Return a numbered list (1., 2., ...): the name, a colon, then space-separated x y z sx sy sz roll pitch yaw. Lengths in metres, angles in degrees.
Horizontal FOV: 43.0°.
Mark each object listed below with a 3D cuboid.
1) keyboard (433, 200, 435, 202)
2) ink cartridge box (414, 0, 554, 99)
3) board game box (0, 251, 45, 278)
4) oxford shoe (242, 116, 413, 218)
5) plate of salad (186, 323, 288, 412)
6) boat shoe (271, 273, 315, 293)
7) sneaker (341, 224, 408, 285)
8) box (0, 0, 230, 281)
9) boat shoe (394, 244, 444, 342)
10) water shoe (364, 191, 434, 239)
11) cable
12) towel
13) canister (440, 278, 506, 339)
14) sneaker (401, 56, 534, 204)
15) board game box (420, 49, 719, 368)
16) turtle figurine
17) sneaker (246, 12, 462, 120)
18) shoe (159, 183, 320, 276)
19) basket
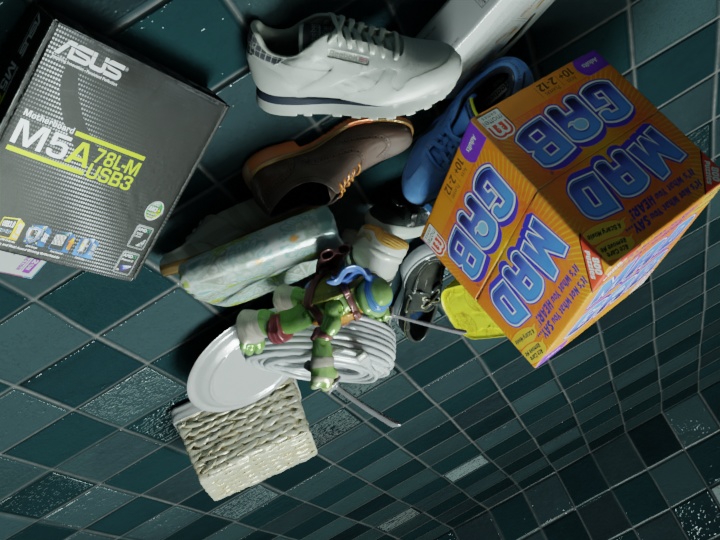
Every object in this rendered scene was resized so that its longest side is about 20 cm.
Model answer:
1. keyboard: 0.164 -0.150 1.095 0.197 0.021 0.129 -24 133 -28
2. ink cartridge box: 0.127 -0.252 0.918 0.200 0.044 0.173 -45 173 29
3. board game box: -0.340 -0.069 0.814 0.152 0.041 0.198 -40 150 22
4. oxford shoe: -0.025 -0.108 0.988 0.196 0.074 0.072 -22 151 -11
5. plate of salad: -0.155 0.120 1.273 0.197 0.048 0.202 -26 146 -19
6. boat shoe: -0.063 0.046 1.207 0.069 0.056 0.200 -54 151 -8
7. sneaker: 0.000 0.000 1.112 0.200 0.074 0.089 141 -27 -83
8. box: -0.233 -0.099 0.787 0.198 0.047 0.195 19 108 -53
9. boat shoe: 0.092 0.034 1.328 0.067 0.057 0.202 -17 151 -17
10. water shoe: 0.091 -0.100 1.130 0.196 0.072 0.080 -17 129 -26
11. cable: -0.052 0.095 1.151 0.195 0.071 0.200 -1 164 21
12. towel: -0.100 -0.010 1.004 0.168 0.049 0.200 -24 174 -2
13. canister: 0.224 -0.001 1.266 0.199 0.088 0.148 -40 -166 -30
14. sneaker: 0.104 -0.150 0.987 0.200 0.066 0.078 -47 170 24
15. board game box: 0.218 -0.066 0.979 0.198 0.201 0.201 -31 159 -28
16. turtle figurine: -0.026 0.075 0.972 0.191 0.146 0.200 -2 146 42
17. sneaker: -0.005 -0.190 0.825 0.195 0.077 0.082 -4 134 2
18. shoe: -0.137 -0.048 1.025 0.196 0.054 0.070 -23 176 -1
19. basket: -0.171 0.248 1.400 0.196 0.125 0.136 -24 153 -8
